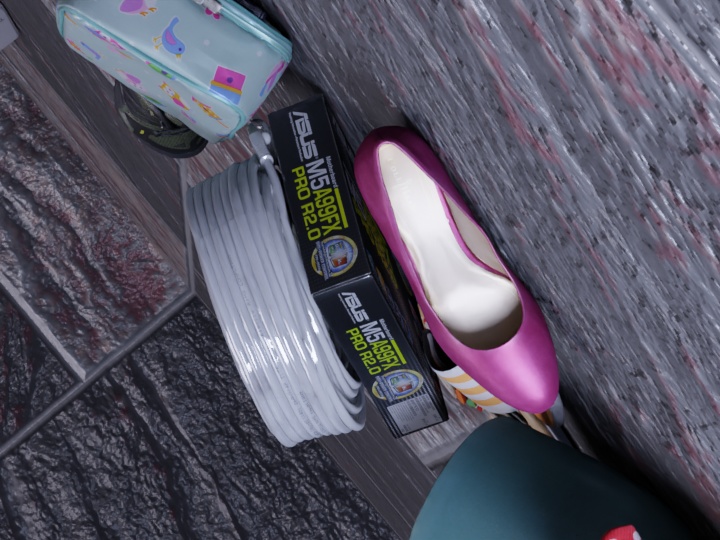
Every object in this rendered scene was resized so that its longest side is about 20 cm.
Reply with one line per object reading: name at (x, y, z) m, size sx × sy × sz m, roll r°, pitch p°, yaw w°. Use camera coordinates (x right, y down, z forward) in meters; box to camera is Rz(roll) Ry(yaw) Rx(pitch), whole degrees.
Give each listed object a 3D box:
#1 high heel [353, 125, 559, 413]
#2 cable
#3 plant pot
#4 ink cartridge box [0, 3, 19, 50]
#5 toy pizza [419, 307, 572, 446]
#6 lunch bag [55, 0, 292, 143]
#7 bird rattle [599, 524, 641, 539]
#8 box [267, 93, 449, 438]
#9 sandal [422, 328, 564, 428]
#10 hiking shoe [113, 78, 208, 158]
high heel at (0.061, 0.001, 1.276) m, size 0.200 × 0.067 × 0.096 m, roll 63°, pitch -178°, yaw 0°
cable at (-0.056, 0.022, 1.445) m, size 0.200 × 0.069 × 0.200 m, roll -102°, pitch -10°, yaw -49°
plant pot at (0.137, 0.218, 1.416) m, size 0.161 × 0.201 × 0.201 m, roll 18°, pitch 158°, yaw 25°
ink cartridge box at (-0.592, -0.360, 2.930) m, size 0.200 × 0.146 × 0.084 m, roll 47°, pitch 170°, yaw 26°
toy pizza at (0.099, 0.099, 1.633) m, size 0.200 × 0.032 × 0.200 m, roll 49°, pitch 172°, yaw 9°
lunch bag at (-0.133, -0.162, 1.444) m, size 0.160 × 0.077 × 0.200 m, roll 35°, pitch 173°, yaw -7°
bird rattle at (0.188, 0.233, 1.295) m, size 0.113 × 0.163 × 0.200 m, roll 2°, pitch 117°, yaw 49°
box at (0.000, 0.000, 1.464) m, size 0.200 × 0.044 × 0.160 m, roll 62°, pitch -169°, yaw -52°
sandal at (0.063, 0.039, 1.452) m, size 0.207 × 0.059 × 0.079 m, roll 53°, pitch 172°, yaw -22°
hiking shoe at (-0.167, -0.144, 1.827) m, size 0.101 × 0.076 × 0.200 m, roll 49°, pitch 172°, yaw 32°
